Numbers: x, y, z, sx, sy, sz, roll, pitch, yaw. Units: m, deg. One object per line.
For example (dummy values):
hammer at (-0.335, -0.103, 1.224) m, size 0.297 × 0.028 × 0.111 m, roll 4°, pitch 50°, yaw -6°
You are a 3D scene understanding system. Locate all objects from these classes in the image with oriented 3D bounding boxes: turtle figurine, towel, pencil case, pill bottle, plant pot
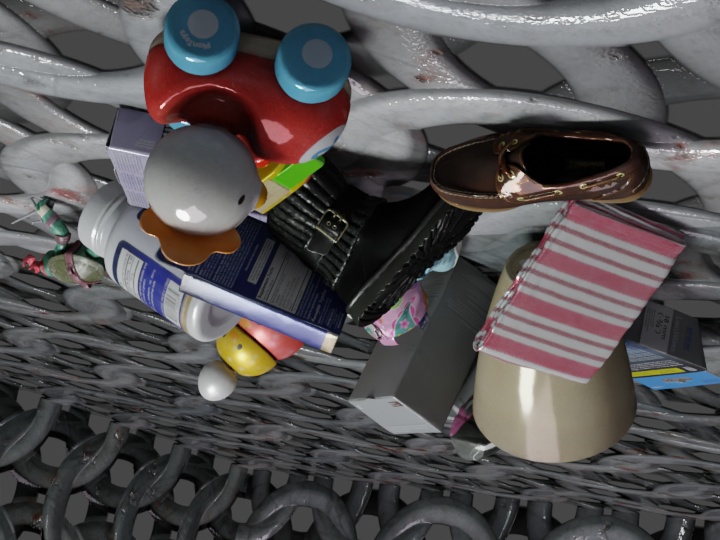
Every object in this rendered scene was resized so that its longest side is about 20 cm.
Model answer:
turtle figurine at (-0.351, -0.027, 1.794) m, size 0.199 × 0.101 × 0.150 m, roll -2°, pitch 160°, yaw 27°
towel at (0.219, 0.020, 1.391) m, size 0.146 × 0.201 × 0.030 m, roll 19°, pitch -154°, yaw -25°
pencil case at (0.000, 0.000, 1.541) m, size 0.087 × 0.088 × 0.200 m, roll 1°, pitch 145°, yaw 36°
pill bottle at (-0.221, -0.018, 1.584) m, size 0.200 × 0.120 × 0.120 m, roll 33°, pitch 173°, yaw 22°
plant pot at (0.210, 0.074, 1.523) m, size 0.186 × 0.188 × 0.201 m, roll 7°, pitch 130°, yaw 19°

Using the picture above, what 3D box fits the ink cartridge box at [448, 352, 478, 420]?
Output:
ink cartridge box at (0.123, 0.104, 1.737) m, size 0.044 × 0.174 × 0.200 m, roll 42°, pitch 162°, yaw -20°

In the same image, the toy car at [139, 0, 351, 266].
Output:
toy car at (-0.108, -0.093, 1.154) m, size 0.176 × 0.201 × 0.184 m, roll 14°, pitch 165°, yaw -6°

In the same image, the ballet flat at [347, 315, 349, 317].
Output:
ballet flat at (0.016, 0.039, 1.792) m, size 0.199 × 0.072 × 0.072 m, roll 24°, pitch 161°, yaw -35°

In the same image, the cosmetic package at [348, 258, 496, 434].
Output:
cosmetic package at (0.079, 0.091, 1.653) m, size 0.090 × 0.201 × 0.107 m, roll 34°, pitch 159°, yaw -24°

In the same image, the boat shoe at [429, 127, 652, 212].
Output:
boat shoe at (0.151, -0.093, 1.204) m, size 0.199 × 0.071 × 0.070 m, roll -3°, pitch 167°, yaw 22°

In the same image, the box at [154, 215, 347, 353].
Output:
box at (-0.103, 0.000, 1.412) m, size 0.199 × 0.121 × 0.032 m, roll 24°, pitch 130°, yaw -2°

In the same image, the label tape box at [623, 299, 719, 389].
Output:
label tape box at (0.337, 0.085, 1.704) m, size 0.199 × 0.064 × 0.144 m, roll 20°, pitch 163°, yaw -25°

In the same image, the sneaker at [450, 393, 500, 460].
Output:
sneaker at (0.192, 0.175, 1.633) m, size 0.080 × 0.199 × 0.087 m, roll 31°, pitch 140°, yaw 42°

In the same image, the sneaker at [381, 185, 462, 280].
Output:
sneaker at (0.057, -0.022, 1.506) m, size 0.074 × 0.082 × 0.200 m, roll 7°, pitch 164°, yaw 22°

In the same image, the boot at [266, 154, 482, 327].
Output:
boot at (0.014, -0.066, 1.365) m, size 0.158 × 0.211 × 0.079 m, roll 50°, pitch -164°, yaw 18°

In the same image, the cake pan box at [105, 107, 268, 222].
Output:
cake pan box at (-0.164, -0.100, 1.459) m, size 0.183 × 0.053 × 0.200 m, roll 10°, pitch 165°, yaw 1°

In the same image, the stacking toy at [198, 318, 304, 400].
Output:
stacking toy at (-0.132, 0.086, 1.765) m, size 0.146 × 0.200 × 0.146 m, roll 36°, pitch 170°, yaw 8°

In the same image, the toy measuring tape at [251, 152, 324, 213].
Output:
toy measuring tape at (-0.106, -0.091, 1.339) m, size 0.200 × 0.074 × 0.073 m, roll -34°, pitch 141°, yaw 28°
